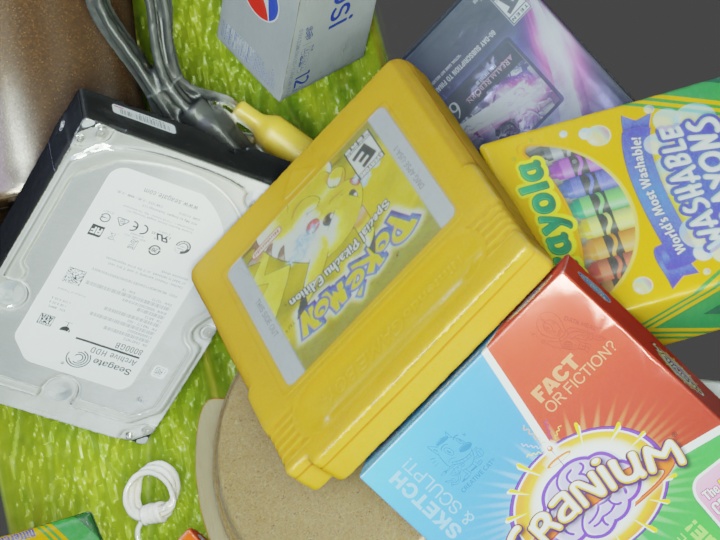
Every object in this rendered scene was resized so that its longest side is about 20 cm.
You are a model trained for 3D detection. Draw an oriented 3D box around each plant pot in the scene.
[{"bbox_3d":[-0.215,-0.129,1.675,0.200,0.200,0.198,-13,84,23],"label":"plant pot"}]

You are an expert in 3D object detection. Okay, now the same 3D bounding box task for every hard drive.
[{"bbox_3d":[-0.140,0.002,1.617,0.200,0.140,0.038,-56,29,28],"label":"hard drive"}]

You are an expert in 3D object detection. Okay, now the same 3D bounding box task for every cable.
[{"bbox_3d":[-0.101,-0.097,1.638,0.097,0.050,0.200,-32,104,26],"label":"cable"}]

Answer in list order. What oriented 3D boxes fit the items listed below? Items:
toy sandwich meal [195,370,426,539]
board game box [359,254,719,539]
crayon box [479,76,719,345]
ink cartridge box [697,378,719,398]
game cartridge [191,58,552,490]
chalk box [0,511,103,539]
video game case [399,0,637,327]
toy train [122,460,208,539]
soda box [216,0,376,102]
[{"bbox_3d":[0.002,0.101,1.546,0.205,0.070,0.205,-11,67,27],"label":"toy sandwich meal"},{"bbox_3d":[0.123,0.115,1.436,0.200,0.040,0.153,43,104,-3],"label":"board game box"},{"bbox_3d":[0.146,-0.023,1.498,0.200,0.052,0.126,-17,58,-3],"label":"crayon box"},{"bbox_3d":[0.234,0.122,1.487,0.200,0.068,0.116,6,87,25],"label":"ink cartridge box"},{"bbox_3d":[0.000,0.000,1.503,0.176,0.032,0.200,-46,35,12],"label":"game cartridge"},{"bbox_3d":[-0.186,0.261,1.612,0.200,0.124,0.124,64,149,19],"label":"chalk box"},{"bbox_3d":[0.093,-0.059,1.607,0.143,0.019,0.200,-46,66,13],"label":"video game case"},{"bbox_3d":[-0.045,0.170,1.625,0.200,0.056,0.150,-1,70,29],"label":"toy train"},{"bbox_3d":[-0.027,-0.191,1.590,0.068,0.200,0.063,-30,63,-29],"label":"soda box"}]
